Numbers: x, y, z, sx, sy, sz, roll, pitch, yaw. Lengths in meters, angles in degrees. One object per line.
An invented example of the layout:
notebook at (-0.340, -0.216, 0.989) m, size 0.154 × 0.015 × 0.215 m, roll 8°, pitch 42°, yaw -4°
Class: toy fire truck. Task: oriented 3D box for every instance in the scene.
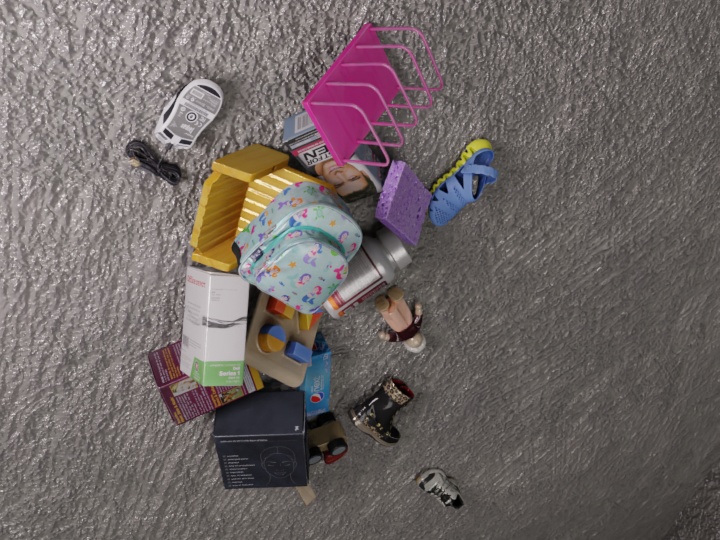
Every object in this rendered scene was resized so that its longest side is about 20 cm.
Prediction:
toy fire truck at (-0.118, 0.476, 1.963) m, size 0.174 × 0.129 × 0.201 m, roll -18°, pitch 146°, yaw -16°

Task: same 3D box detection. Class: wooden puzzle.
wooden puzzle at (-0.145, 0.118, 1.602) m, size 0.185 × 0.046 × 0.202 m, roll 36°, pitch 65°, yaw -45°

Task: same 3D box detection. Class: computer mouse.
computer mouse at (-0.293, -0.235, 1.284) m, size 0.109 × 0.044 × 0.200 m, roll 26°, pitch 118°, yaw -37°

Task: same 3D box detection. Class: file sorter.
file sorter at (0.030, -0.286, 1.294) m, size 0.201 × 0.124 × 0.139 m, roll -55°, pitch 136°, yaw -24°

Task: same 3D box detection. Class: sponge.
sponge at (0.086, -0.127, 1.521) m, size 0.200 × 0.030 × 0.113 m, roll 32°, pitch 75°, yaw -67°

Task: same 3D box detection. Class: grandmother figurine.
grandmother figurine at (0.097, 0.125, 1.815) m, size 0.120 × 0.061 × 0.200 m, roll -29°, pitch 134°, yaw 8°

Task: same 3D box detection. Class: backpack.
backpack at (-0.097, -0.040, 1.327) m, size 0.200 × 0.151 × 0.177 m, roll -48°, pitch 129°, yaw 11°

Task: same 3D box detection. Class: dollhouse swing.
dollhouse swing at (-0.164, -0.084, 1.377) m, size 0.182 × 0.175 × 0.201 m, roll -38°, pitch 155°, yaw -55°

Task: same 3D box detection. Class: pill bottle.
pill bottle at (0.000, 0.000, 1.609) m, size 0.199 × 0.110 × 0.110 m, roll -35°, pitch 137°, yaw 2°

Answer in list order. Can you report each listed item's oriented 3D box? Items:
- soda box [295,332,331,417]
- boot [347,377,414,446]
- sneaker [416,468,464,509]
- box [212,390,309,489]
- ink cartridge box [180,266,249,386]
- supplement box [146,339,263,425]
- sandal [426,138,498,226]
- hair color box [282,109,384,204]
soda box at (-0.109, 0.239, 1.786) m, size 0.063 × 0.068 × 0.202 m, roll -12°, pitch 133°, yaw -20°
boot at (0.076, 0.359, 2.001) m, size 0.150 × 0.073 × 0.200 m, roll -43°, pitch 130°, yaw 10°
sneaker at (0.245, 0.653, 2.343) m, size 0.076 × 0.088 × 0.199 m, roll -45°, pitch 134°, yaw 15°
box at (-0.217, 0.381, 1.768) m, size 0.197 × 0.125 × 0.198 m, roll -1°, pitch 133°, yaw -2°
ink cartridge box at (-0.270, 0.099, 1.455) m, size 0.083 × 0.146 × 0.203 m, roll 3°, pitch 94°, yaw -29°
supplement box at (-0.314, 0.205, 1.611) m, size 0.198 × 0.104 × 0.132 m, roll -22°, pitch 135°, yaw -13°
sandal at (0.209, -0.167, 1.603) m, size 0.079 × 0.087 × 0.201 m, roll 14°, pitch 121°, yaw -40°
hair color box at (-0.044, -0.206, 1.415) m, size 0.098 × 0.061 × 0.200 m, roll -18°, pitch 142°, yaw 23°
